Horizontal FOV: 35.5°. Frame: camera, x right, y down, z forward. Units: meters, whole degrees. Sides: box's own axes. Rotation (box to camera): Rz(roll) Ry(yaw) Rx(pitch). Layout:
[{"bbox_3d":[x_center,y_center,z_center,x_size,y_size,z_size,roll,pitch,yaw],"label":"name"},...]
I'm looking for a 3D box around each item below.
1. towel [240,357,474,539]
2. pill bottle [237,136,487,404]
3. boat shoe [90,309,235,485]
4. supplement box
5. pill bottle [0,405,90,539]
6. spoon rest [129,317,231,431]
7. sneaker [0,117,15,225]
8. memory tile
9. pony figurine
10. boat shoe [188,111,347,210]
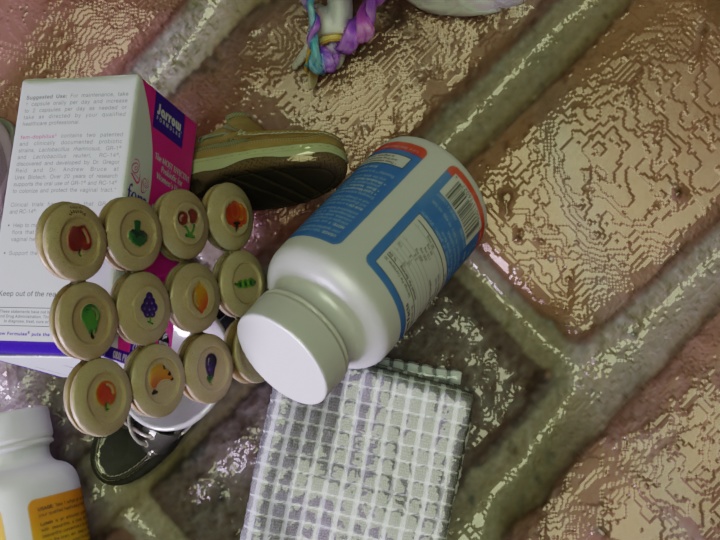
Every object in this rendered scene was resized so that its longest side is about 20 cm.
[{"bbox_3d":[-0.005,0.164,0.875,0.163,0.086,0.204,11,86,5],"label":"towel"},{"bbox_3d":[0.000,0.000,0.835,0.112,0.113,0.200,39,58,7],"label":"pill bottle"},{"bbox_3d":[-0.151,0.094,0.907,0.067,0.057,0.200,44,90,7],"label":"boat shoe"},{"bbox_3d":[-0.194,-0.029,0.821,0.102,0.101,0.204,-1,77,18],"label":"supplement box"},{"bbox_3d":[-0.268,0.214,0.880,0.109,0.111,0.204,-12,84,4],"label":"pill bottle"},{"bbox_3d":[-0.176,0.043,0.878,0.199,0.061,0.100,40,92,30],"label":"spoon rest"},{"bbox_3d":[-0.324,-0.033,0.921,0.073,0.089,0.204,-3,86,3],"label":"sneaker"},{"bbox_3d":[-0.132,0.022,0.779,0.017,0.199,0.156,-5,95,36],"label":"memory tile"},{"bbox_3d":[0.015,-0.257,0.894,0.191,0.165,0.204,-3,87,37],"label":"pony figurine"},{"bbox_3d":[-0.095,-0.092,0.887,0.197,0.072,0.077,-7,62,30],"label":"boat shoe"}]
